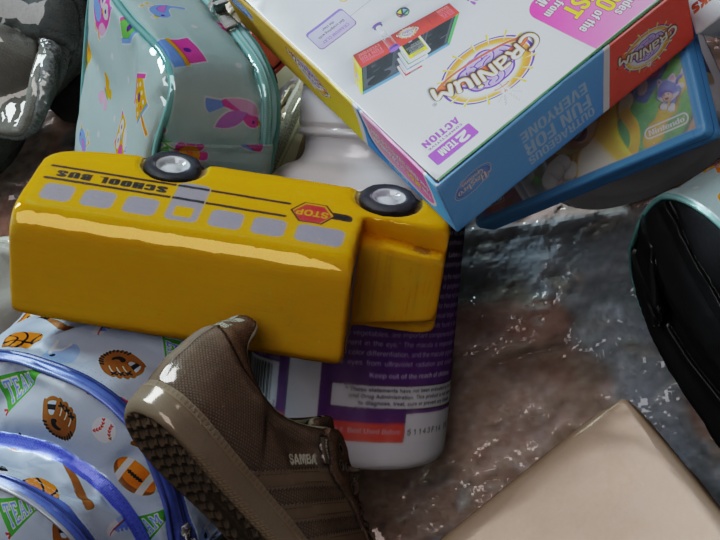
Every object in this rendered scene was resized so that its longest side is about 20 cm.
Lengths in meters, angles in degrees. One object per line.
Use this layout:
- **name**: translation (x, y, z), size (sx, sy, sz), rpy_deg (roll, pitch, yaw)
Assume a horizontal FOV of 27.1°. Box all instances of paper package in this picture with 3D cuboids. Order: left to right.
- **paper package**: translation (0.117, 0.200, 0.746), size (0.200, 0.103, 0.191), rpy_deg (-39, 65, 5)

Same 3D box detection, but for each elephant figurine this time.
- **elephant figurine**: translation (-0.221, -0.138, 0.954), size (0.199, 0.155, 0.142), rpy_deg (-17, 45, 23)

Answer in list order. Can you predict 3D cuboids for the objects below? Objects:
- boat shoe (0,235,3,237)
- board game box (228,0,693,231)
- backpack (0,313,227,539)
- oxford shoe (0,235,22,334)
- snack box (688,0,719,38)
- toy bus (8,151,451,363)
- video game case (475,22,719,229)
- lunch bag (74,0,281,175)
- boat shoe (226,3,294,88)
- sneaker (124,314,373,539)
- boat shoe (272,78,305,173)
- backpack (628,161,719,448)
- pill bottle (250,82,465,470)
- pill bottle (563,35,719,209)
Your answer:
- **boat shoe**: translation (-0.188, 0.030, 0.931), size (0.199, 0.063, 0.073), rpy_deg (22, 81, 24)
- **board game box**: translation (0.042, -0.132, 0.749), size (0.153, 0.040, 0.200), rpy_deg (-38, 54, -6)
- **backpack**: translation (-0.137, 0.113, 0.752), size (0.199, 0.154, 0.191), rpy_deg (2, 110, 27)
- **oxford shoe**: translation (-0.256, 0.055, 0.914), size (0.200, 0.058, 0.075), rpy_deg (-42, 77, 27)
- **snack box**: translation (0.256, -0.133, 0.749), size (0.072, 0.199, 0.024), rpy_deg (-38, 59, 46)
- **toy bus**: translation (-0.059, -0.006, 0.716), size (0.199, 0.065, 0.078), rpy_deg (9, 31, 3)
- **video game case**: translation (0.102, -0.138, 0.784), size (0.143, 0.018, 0.201), rpy_deg (-22, 69, 38)
- **lunch bag**: translation (-0.109, -0.060, 0.832), size (0.160, 0.077, 0.201), rpy_deg (-126, 42, -51)
- **boat shoe**: translation (-0.130, -0.103, 0.933), size (0.200, 0.063, 0.071), rpy_deg (-31, 25, 18)
- **sneaker**: translation (-0.022, 0.109, 0.689), size (0.070, 0.200, 0.076), rpy_deg (0, 42, 51)
- **boat shoe**: translation (-0.027, -0.087, 0.910), size (0.065, 0.072, 0.201), rpy_deg (5, 66, 43)
- **backpack**: translation (0.229, 0.027, 0.725), size (0.153, 0.176, 0.200), rpy_deg (-38, 64, -14)
- **pill bottle**: translation (0.000, 0.000, 0.818), size (0.111, 0.111, 0.201), rpy_deg (7, 95, 22)
- **pill bottle**: translation (0.128, -0.146, 0.850), size (0.111, 0.111, 0.201), rpy_deg (-22, 67, 12)
